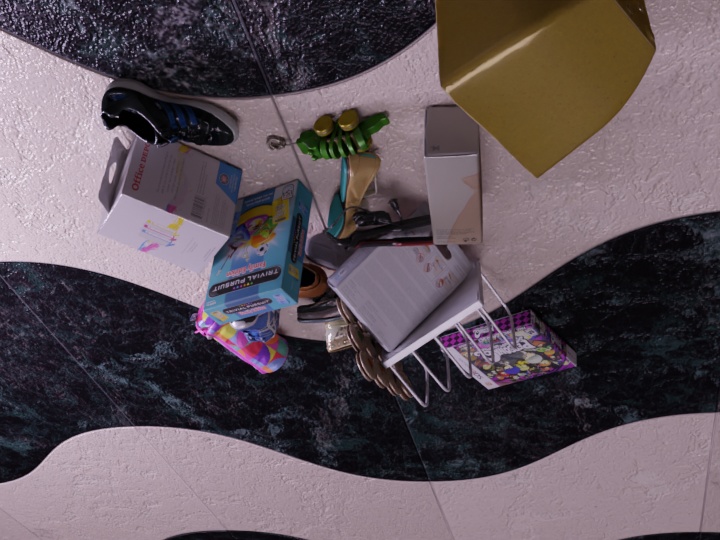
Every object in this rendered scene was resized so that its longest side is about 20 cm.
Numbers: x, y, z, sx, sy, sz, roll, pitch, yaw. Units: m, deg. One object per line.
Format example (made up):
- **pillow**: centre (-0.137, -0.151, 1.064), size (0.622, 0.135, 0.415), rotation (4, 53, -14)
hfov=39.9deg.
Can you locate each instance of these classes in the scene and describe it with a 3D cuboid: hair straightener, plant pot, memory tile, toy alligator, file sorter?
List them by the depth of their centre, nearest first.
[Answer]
- **plant pot**: centre (0.220, -0.271, 1.142), size (0.198, 0.197, 0.194), rotation (-30, 132, 33)
- **toy alligator**: centre (-0.051, -0.181, 1.424), size (0.196, 0.055, 0.060), rotation (-10, 142, 22)
- **hair straightener**: centre (0.037, -0.074, 1.515), size (0.196, 0.079, 0.041), rotation (-3, -167, -17)
- **memory tile**: centre (0.027, 0.132, 1.656), size (0.017, 0.156, 0.200), rotation (-27, 152, 15)
- **file sorter**: centre (0.150, 0.108, 1.658), size (0.199, 0.140, 0.125), rotation (-35, 111, 20)

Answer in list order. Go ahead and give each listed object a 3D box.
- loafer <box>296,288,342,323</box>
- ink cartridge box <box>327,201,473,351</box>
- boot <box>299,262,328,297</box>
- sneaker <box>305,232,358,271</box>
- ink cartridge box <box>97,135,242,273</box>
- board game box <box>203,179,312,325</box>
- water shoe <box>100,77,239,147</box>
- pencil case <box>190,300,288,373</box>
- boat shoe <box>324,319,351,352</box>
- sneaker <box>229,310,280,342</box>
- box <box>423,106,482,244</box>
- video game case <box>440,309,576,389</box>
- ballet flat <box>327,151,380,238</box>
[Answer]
- **loafer**: centre (-0.024, 0.050, 1.761), size (0.196, 0.072, 0.064), rotation (-8, 102, 18)
- **ink cartridge box**: centre (0.066, 0.007, 1.598), size (0.200, 0.047, 0.161), rotation (-44, 119, -5)
- **boot**: centre (-0.151, 0.014, 1.639), size (0.196, 0.078, 0.155), rotation (10, 177, 4)
- **sneaker**: centre (0.000, 0.000, 1.657), size (0.196, 0.079, 0.113), rotation (9, 145, -4)
- **ink cartridge box**: centre (-0.299, -0.109, 1.504), size (0.197, 0.131, 0.125), rotation (23, 143, -21)
- **board game box**: centre (-0.156, -0.029, 1.531), size (0.149, 0.203, 0.047), rotation (-16, 141, 28)
- **water shoe**: centre (-0.271, -0.202, 1.408), size (0.196, 0.080, 0.072), rotation (16, 145, -14)
- **pencil case**: centre (-0.225, 0.122, 1.866), size (0.087, 0.090, 0.199), rotation (-21, 138, 34)
- **boat shoe**: centre (0.033, 0.113, 1.805), size (0.195, 0.064, 0.073), rotation (-4, 166, 7)
- **sneaker**: centre (-0.176, 0.088, 1.726), size (0.074, 0.079, 0.200), rotation (-1, -176, 12)
- **box**: centre (0.136, -0.134, 1.430), size (0.076, 0.097, 0.201), rotation (-1, 146, 8)
- **video game case**: centre (0.279, 0.152, 1.869), size (0.197, 0.036, 0.181), rotation (-19, 139, 32)
- **ballet flat**: centre (-0.008, -0.107, 1.519), size (0.062, 0.070, 0.201), rotation (-3, 149, -13)
